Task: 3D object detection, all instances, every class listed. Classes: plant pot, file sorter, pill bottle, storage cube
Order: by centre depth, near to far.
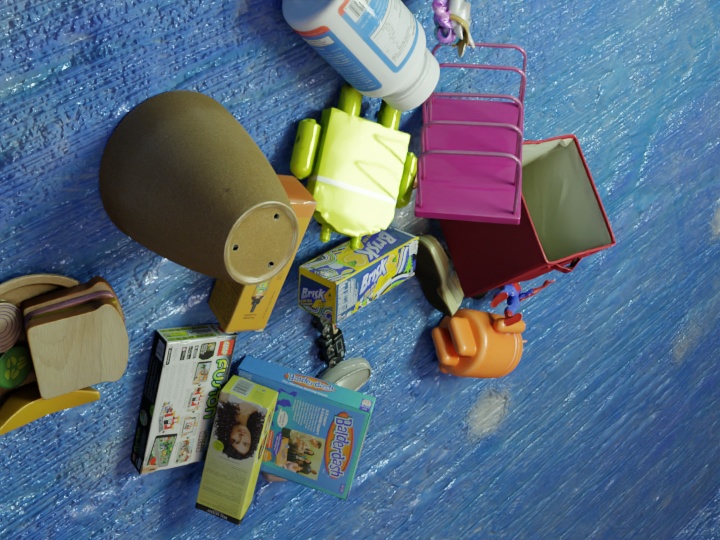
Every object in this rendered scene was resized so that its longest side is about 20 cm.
[{"bbox_3d":[-0.158,-0.070,0.900,0.184,0.199,0.190,-24,132,-30],"label":"plant pot"},{"bbox_3d":[0.009,-0.277,0.979,0.113,0.112,0.199,-54,135,0],"label":"pill bottle"},{"bbox_3d":[0.146,-0.183,1.073,0.126,0.136,0.204,83,14,-57],"label":"file sorter"},{"bbox_3d":[0.240,-0.078,1.244,0.168,0.179,0.204,-13,81,-38],"label":"storage cube"}]

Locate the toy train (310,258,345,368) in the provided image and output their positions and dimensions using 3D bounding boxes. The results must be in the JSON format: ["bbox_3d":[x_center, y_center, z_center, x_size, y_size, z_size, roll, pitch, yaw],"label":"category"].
[{"bbox_3d":[-0.049,0.063,1.220,0.045,0.034,0.203,-34,135,-27],"label":"toy train"}]

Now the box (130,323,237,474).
[{"bbox_3d":[-0.237,0.171,1.109,0.109,0.035,0.204,-3,118,-43],"label":"box"}]

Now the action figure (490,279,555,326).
[{"bbox_3d":[0.280,0.029,1.432,0.098,0.066,0.200,-34,-177,15],"label":"action figure"}]

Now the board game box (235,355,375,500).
[{"bbox_3d":[-0.090,0.224,1.176,0.045,0.196,0.155,-60,167,-67],"label":"board game box"}]

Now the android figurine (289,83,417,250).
[{"bbox_3d":[-0.005,-0.130,1.075,0.179,0.041,0.205,12,90,-27],"label":"android figurine"}]

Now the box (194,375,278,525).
[{"bbox_3d":[-0.173,0.252,1.153,0.050,0.074,0.204,-56,163,-65],"label":"box"}]

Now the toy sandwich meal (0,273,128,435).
[{"bbox_3d":[-0.353,0.095,0.918,0.203,0.070,0.209,-24,131,-31],"label":"toy sandwich meal"}]

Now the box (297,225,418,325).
[{"bbox_3d":[0.000,0.000,1.163,0.199,0.069,0.066,-29,133,-48],"label":"box"}]

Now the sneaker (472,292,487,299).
[{"bbox_3d":[0.243,-0.033,1.397,0.075,0.087,0.203,7,111,-46],"label":"sneaker"}]

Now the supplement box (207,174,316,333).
[{"bbox_3d":[-0.127,-0.019,1.043,0.066,0.069,0.203,-1,124,-43],"label":"supplement box"}]

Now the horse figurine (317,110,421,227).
[{"bbox_3d":[0.012,-0.119,1.147,0.200,0.050,0.133,-47,133,-13],"label":"horse figurine"}]

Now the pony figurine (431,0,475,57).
[{"bbox_3d":[0.104,-0.384,0.998,0.191,0.164,0.205,17,87,-49],"label":"pony figurine"}]

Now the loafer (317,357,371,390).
[{"bbox_3d":[-0.057,0.206,1.279,0.198,0.069,0.071,-34,137,-23],"label":"loafer"}]

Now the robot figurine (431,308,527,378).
[{"bbox_3d":[0.207,0.130,1.453,0.198,0.116,0.146,10,106,-46],"label":"robot figurine"}]

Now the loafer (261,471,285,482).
[{"bbox_3d":[-0.077,0.304,1.330,0.197,0.072,0.064,-15,133,-41],"label":"loafer"}]

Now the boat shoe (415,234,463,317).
[{"bbox_3d":[0.128,-0.002,1.323,0.063,0.073,0.202,-49,142,-16],"label":"boat shoe"}]
